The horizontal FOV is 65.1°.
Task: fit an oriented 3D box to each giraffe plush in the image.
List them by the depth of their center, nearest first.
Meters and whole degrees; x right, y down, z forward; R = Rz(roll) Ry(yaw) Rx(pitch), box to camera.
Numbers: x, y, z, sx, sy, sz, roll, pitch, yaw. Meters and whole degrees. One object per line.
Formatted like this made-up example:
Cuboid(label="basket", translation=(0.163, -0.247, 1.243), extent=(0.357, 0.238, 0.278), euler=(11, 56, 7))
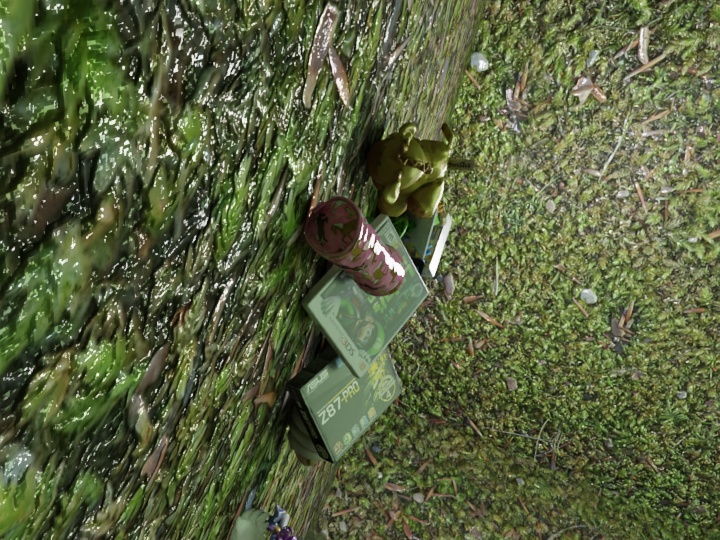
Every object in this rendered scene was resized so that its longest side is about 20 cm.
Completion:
Cuboid(label="giraffe plush", translation=(0.077, -0.178, 0.983), extent=(0.161, 0.197, 0.176), euler=(-7, 86, -56))

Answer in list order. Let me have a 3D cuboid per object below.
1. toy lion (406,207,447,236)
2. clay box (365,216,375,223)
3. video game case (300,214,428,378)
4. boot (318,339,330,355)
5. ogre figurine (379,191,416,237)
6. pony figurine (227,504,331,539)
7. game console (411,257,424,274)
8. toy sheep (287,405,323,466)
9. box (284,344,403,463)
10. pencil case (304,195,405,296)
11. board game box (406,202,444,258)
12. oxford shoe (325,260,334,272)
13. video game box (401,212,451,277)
Cuboid(label="toy lion", translation=(0.132, -0.181, 1.432), extent=(0.191, 0.068, 0.204), euler=(20, -53, 63))
Cuboid(label="clay box", translation=(0.000, 0.000, 1.201), extent=(0.116, 0.047, 0.202), euler=(-65, 172, -45))
Cuboid(label="video game case", translation=(0.016, 0.044, 0.916), extent=(0.200, 0.023, 0.183), euler=(-48, 127, -22))
Cuboid(label="boot", translation=(-0.043, 0.116, 1.100), extent=(0.181, 0.073, 0.201), euler=(-16, 146, -57))
Cuboid(label="ogre figurine", translation=(0.081, -0.112, 1.303), extent=(0.120, 0.096, 0.204), euler=(85, -10, -74))
Cuboid(label="pony figurine", translation=(-0.156, 0.478, 0.935), extent=(0.196, 0.164, 0.200), euler=(-63, -172, 0))
Cuboid(label="game console", translation=(0.061, 0.059, 1.429), extent=(0.171, 0.117, 0.202), euler=(-53, 163, -33))
Cuboid(label="toy sheep", translation=(-0.069, 0.282, 1.069), extent=(0.138, 0.136, 0.203), euler=(-32, 145, -78))
Cuboid(label="box", translation=(-0.022, 0.207, 0.994), extent=(0.199, 0.049, 0.164), euler=(-37, 115, -35))
Cuboid(label="pencil case", translation=(-0.002, -0.028, 0.777), extent=(0.200, 0.085, 0.084), euler=(40, 64, -63))
Cuboid(label="board game box", translation=(0.127, -0.163, 1.323), extent=(0.201, 0.025, 0.202), euler=(96, -28, -58))
Cuboid(label="oxford shoe", translation=(-0.011, -0.002, 1.007), extent=(0.200, 0.073, 0.072), euler=(7, 102, -83))
Cuboid(label="video game box", translation=(0.134, -0.073, 1.520), extent=(0.047, 0.179, 0.202), euler=(60, 41, -40))
